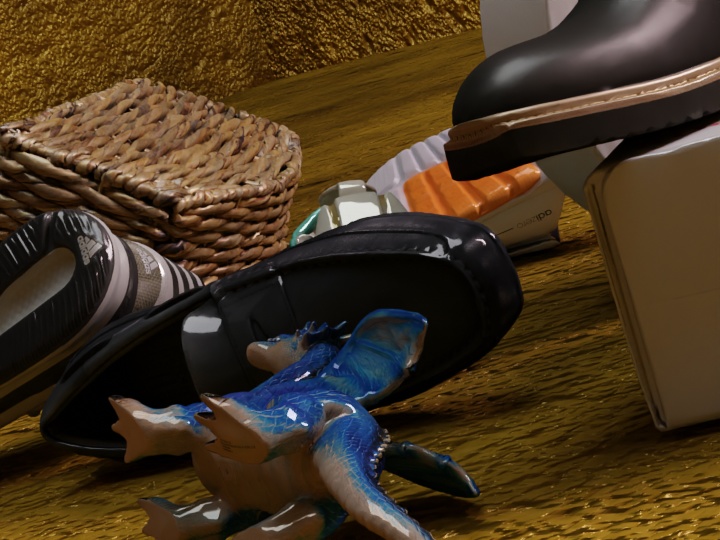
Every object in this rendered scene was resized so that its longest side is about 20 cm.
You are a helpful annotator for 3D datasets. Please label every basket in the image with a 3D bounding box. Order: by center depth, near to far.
[{"bbox_3d":[-0.119,-0.008,1.270,0.142,0.149,0.200,20,18,12],"label":"basket"}]

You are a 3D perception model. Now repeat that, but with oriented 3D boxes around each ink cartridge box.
[{"bbox_3d":[0.164,-0.028,0.717,0.145,0.088,0.200,-15,6,18],"label":"ink cartridge box"}]

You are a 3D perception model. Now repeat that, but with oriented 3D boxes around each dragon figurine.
[{"bbox_3d":[-0.004,0.047,0.643,0.099,0.059,0.200,-21,8,-29],"label":"dragon figurine"}]

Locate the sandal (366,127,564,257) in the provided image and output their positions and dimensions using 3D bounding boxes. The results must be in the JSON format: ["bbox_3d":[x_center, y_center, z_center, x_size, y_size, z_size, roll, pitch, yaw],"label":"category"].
[{"bbox_3d":[0.090,-0.043,1.076,0.206,0.059,0.079,-24,34,20],"label":"sandal"}]

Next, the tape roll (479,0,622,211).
[{"bbox_3d":[0.152,-0.108,0.893,0.202,0.203,0.071,-19,8,-17],"label":"tape roll"}]

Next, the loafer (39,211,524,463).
[{"bbox_3d":[-0.032,0.031,0.800,0.200,0.068,0.070,-17,13,37],"label":"loafer"}]

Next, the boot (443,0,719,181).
[{"bbox_3d":[0.085,-0.117,0.695,0.200,0.139,0.077,-27,11,-39],"label":"boot"}]

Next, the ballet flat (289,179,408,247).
[{"bbox_3d":[0.000,0.000,0.924,0.067,0.071,0.200,-17,8,-5],"label":"ballet flat"}]

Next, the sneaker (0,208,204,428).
[{"bbox_3d":[-0.145,0.054,0.941,0.200,0.076,0.115,-30,-30,24],"label":"sneaker"}]
